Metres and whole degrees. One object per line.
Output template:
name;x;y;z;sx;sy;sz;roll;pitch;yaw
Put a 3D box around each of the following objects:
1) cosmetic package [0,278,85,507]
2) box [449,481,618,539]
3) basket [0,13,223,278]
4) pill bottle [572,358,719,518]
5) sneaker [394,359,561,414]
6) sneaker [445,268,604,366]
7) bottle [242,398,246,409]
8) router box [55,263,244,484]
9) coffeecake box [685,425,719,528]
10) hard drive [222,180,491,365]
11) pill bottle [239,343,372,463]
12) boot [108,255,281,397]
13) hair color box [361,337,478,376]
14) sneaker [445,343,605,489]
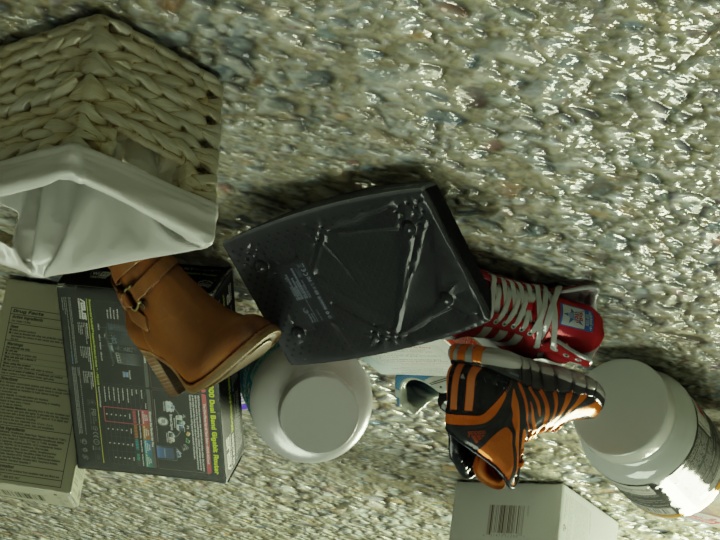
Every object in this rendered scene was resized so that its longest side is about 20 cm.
cosmetic package;-0.305;0.118;1.718;0.104;0.201;0.071;9;162;0
box;0.222;0.346;2.273;0.151;0.107;0.200;-3;157;30
basket;-0.200;-0.082;1.231;0.199;0.124;0.135;-8;155;41
pill bottle;0.278;0.161;1.719;0.116;0.117;0.200;-1;158;26
sneaker;0.113;0.098;1.679;0.072;0.073;0.199;26;153;-37
sneaker;0.133;0.034;1.491;0.112;0.072;0.200;1;167;32
bottle;-0.161;0.079;1.749;0.083;0.066;0.200;-3;157;30
router box;-0.189;0.090;1.632;0.149;0.062;0.201;5;117;13
coffeecake box;0.413;0.220;1.888;0.153;0.074;0.200;18;159;-27
hard drive;0.000;0.000;1.398;0.199;0.042;0.135;-14;114;36
pill bottle;-0.050;0.109;1.619;0.110;0.112;0.200;12;-175;-11
boot;-0.153;0.021;1.472;0.073;0.155;0.200;-30;-175;-33
hair color box;0.029;0.032;1.544;0.110;0.064;0.200;0;160;27
sneaker;0.133;0.132;1.522;0.077;0.113;0.199;2;170;45
